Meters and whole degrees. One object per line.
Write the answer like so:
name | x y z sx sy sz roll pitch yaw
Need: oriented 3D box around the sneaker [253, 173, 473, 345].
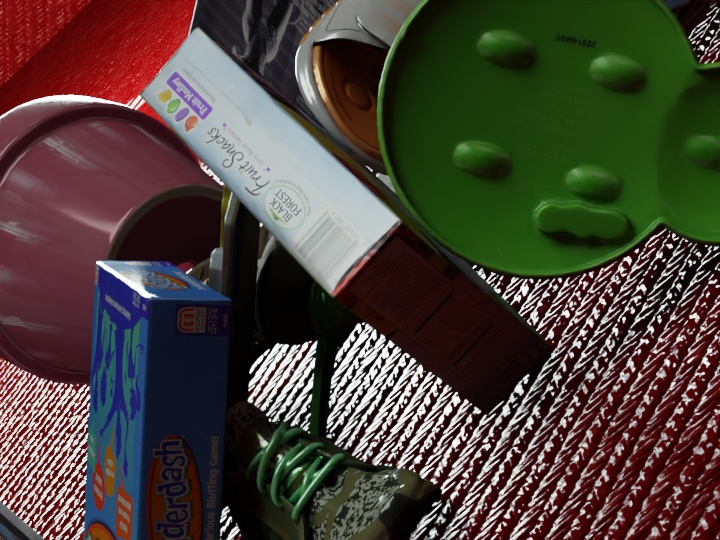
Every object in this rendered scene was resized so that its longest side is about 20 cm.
sneaker | 0.000 0.000 1.319 0.200 0.074 0.079 -33 36 45

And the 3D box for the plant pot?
plant pot | -0.162 -0.011 1.552 0.200 0.200 0.179 -50 33 -16

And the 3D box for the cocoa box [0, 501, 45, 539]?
cocoa box | -0.273 0.223 1.324 0.200 0.133 0.131 -45 17 1

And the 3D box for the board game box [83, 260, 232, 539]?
board game box | -0.106 0.103 1.161 0.152 0.045 0.201 -158 70 -72

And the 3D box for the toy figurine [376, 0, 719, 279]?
toy figurine | 0.117 -0.072 1.124 0.184 0.199 0.151 -32 -47 -82

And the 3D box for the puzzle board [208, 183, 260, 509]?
puzzle board | -0.074 0.029 1.289 0.151 0.017 0.200 -80 -5 -63

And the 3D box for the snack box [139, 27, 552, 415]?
snack box | -0.009 -0.025 1.135 0.053 0.142 0.200 -47 47 3

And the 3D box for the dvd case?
dvd case | -0.051 -0.140 1.356 0.016 0.149 0.200 -11 -46 -35

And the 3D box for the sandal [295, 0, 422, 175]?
sandal | 0.028 -0.133 1.191 0.059 0.079 0.207 -39 17 38

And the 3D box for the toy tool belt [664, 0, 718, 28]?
toy tool belt | 0.119 -0.204 1.269 0.125 0.200 0.123 -31 21 34

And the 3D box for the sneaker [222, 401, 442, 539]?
sneaker | -0.033 0.104 1.111 0.077 0.089 0.200 -50 17 -17

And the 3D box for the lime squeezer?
lime squeezer | 0.005 0.012 1.239 0.200 0.071 0.038 -61 -25 1

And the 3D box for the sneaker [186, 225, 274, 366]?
sneaker | -0.065 0.013 1.439 0.200 0.070 0.076 -49 18 -11
